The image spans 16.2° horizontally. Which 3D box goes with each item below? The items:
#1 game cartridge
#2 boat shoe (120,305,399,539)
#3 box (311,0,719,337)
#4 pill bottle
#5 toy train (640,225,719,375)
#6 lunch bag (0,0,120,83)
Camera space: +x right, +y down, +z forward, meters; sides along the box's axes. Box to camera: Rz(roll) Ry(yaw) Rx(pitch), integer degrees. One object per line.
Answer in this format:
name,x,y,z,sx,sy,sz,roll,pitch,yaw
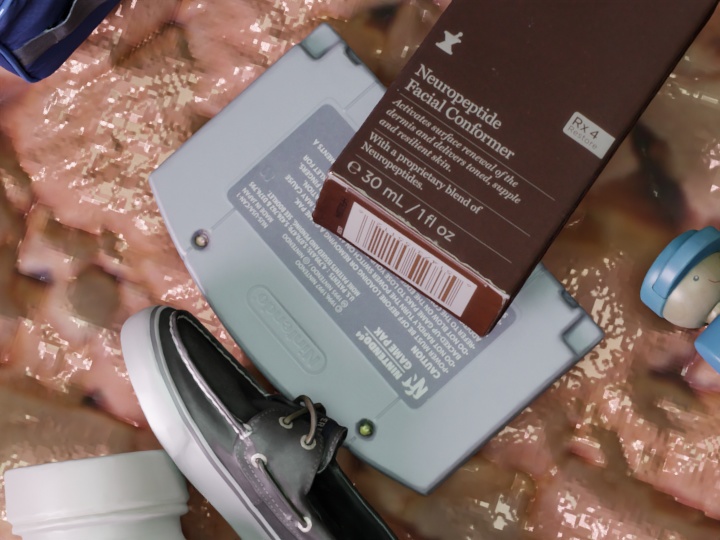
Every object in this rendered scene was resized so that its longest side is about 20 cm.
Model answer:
game cartridge,0.000,0.000,1.183,0.133,0.041,0.200,-40,83,-4
boat shoe,-0.030,0.092,1.143,0.066,0.070,0.200,-32,92,21
box,0.076,-0.081,1.144,0.100,0.075,0.200,34,72,4
pill bottle,-0.108,0.184,1.135,0.110,0.111,0.201,-7,84,3
toy train,0.230,-0.021,1.153,0.116,0.085,0.200,42,89,20
lunch bag,-0.132,-0.192,1.160,0.132,0.136,0.200,41,87,6
